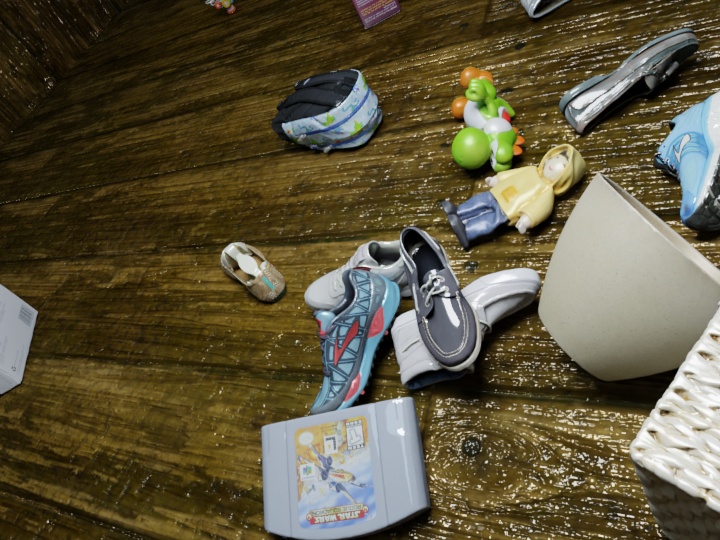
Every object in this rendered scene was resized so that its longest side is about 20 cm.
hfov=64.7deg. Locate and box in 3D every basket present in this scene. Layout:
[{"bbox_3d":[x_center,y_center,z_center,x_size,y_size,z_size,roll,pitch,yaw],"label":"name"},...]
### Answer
[{"bbox_3d":[0.321,0.148,0.392,0.161,0.201,0.197,-48,43,-11],"label":"basket"}]

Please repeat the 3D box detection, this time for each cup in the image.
[{"bbox_3d":[0.263,0.024,0.566,0.144,0.198,0.202,-50,37,24],"label":"cup"}]

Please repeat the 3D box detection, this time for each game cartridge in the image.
[{"bbox_3d":[-0.023,0.227,0.638,0.197,0.042,0.135,-17,60,19],"label":"game cartridge"}]

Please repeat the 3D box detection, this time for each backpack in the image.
[{"bbox_3d":[-0.053,-0.310,1.094,0.199,0.154,0.164,-8,43,56],"label":"backpack"}]

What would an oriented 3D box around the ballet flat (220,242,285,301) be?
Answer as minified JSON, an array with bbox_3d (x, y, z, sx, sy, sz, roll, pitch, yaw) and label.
[{"bbox_3d":[-0.195,-0.014,0.967,0.071,0.066,0.199,-49,44,-14],"label":"ballet flat"}]

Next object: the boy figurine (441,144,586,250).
[{"bbox_3d":[0.215,-0.100,0.779,0.197,0.065,0.126,-26,41,15],"label":"boy figurine"}]

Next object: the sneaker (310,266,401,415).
[{"bbox_3d":[-0.028,0.089,0.724,0.079,0.095,0.203,-13,49,64],"label":"sneaker"}]

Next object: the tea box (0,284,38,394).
[{"bbox_3d":[-0.790,0.162,1.147,0.194,0.134,0.202,-28,43,7],"label":"tea box"}]

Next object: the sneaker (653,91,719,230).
[{"bbox_3d":[0.404,-0.123,0.687,0.089,0.078,0.202,-15,40,47],"label":"sneaker"}]

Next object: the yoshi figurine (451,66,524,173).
[{"bbox_3d":[0.178,-0.229,0.894,0.111,0.112,0.202,-33,42,26],"label":"yoshi figurine"}]

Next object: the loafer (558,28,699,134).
[{"bbox_3d":[0.390,-0.264,0.818,0.198,0.072,0.064,-28,62,19],"label":"loafer"}]

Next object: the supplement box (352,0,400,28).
[{"bbox_3d":[0.009,-0.708,1.344,0.102,0.201,0.132,-21,44,15],"label":"supplement box"}]

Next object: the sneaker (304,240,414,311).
[{"bbox_3d":[0.000,0.000,0.803,0.197,0.100,0.076,-18,47,21],"label":"sneaker"}]

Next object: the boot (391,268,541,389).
[{"bbox_3d":[0.131,0.077,0.681,0.198,0.073,0.097,-27,48,22],"label":"boot"}]

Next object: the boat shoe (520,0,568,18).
[{"bbox_3d":[0.394,-0.537,1.043,0.199,0.074,0.066,-25,49,18],"label":"boat shoe"}]

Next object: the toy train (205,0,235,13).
[{"bbox_3d":[-0.427,-0.944,1.947,0.200,0.056,0.150,-43,42,-12],"label":"toy train"}]

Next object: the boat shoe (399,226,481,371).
[{"bbox_3d":[0.082,0.026,0.660,0.072,0.063,0.202,-32,40,18],"label":"boat shoe"}]
